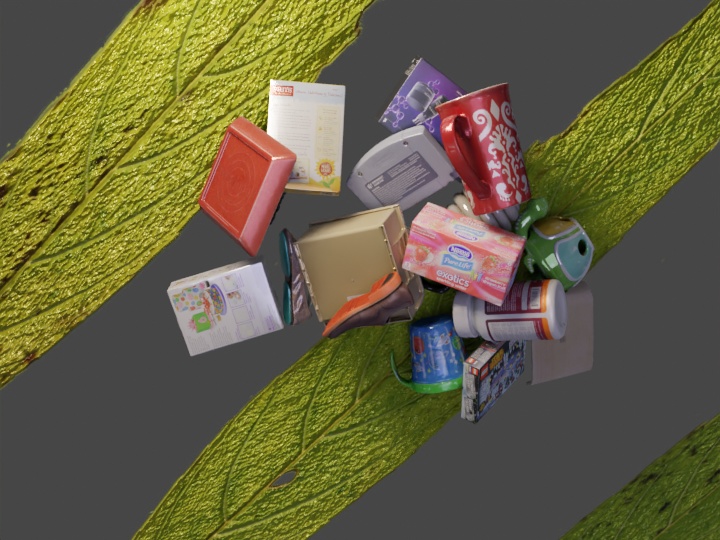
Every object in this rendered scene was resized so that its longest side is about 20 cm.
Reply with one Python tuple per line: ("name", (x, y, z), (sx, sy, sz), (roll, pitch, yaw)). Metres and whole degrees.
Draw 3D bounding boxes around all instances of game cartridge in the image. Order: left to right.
("game cartridge", (0.073, -0.183, 1.503), (0.198, 0.041, 0.133), (-29, 121, 35))

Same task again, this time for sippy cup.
("sippy cup", (0.156, 0.163, 1.622), (0.175, 0.139, 0.133), (-16, 99, -27))

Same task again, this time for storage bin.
("storage bin", (0.000, 0.000, 1.532), (0.197, 0.094, 0.202), (-9, 111, 26))

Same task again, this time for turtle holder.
("turtle holder", (0.369, -0.050, 1.568), (0.131, 0.141, 0.187), (-35, 86, 8))

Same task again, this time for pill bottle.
("pill bottle", (0.281, 0.077, 1.514), (0.197, 0.110, 0.112), (-4, 110, 28))

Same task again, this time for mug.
("mug", (0.203, -0.201, 1.398), (0.175, 0.133, 0.204), (-21, 98, -23))

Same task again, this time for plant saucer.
("plant saucer", (-0.218, -0.158, 1.461), (0.036, 0.199, 0.203), (9, 111, -46))

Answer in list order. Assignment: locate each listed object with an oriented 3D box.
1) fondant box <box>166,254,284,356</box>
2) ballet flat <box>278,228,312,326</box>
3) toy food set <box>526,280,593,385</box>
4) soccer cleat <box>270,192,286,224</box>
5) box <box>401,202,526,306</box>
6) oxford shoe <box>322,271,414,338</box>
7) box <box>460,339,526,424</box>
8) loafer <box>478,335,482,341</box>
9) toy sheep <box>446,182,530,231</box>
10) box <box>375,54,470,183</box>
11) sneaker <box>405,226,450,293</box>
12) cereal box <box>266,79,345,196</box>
("fondant box", (-0.264, 0.069, 1.592), (0.196, 0.058, 0.147), (-17, 108, 0))
("ballet flat", (-0.123, 0.010, 1.589), (0.066, 0.068, 0.204), (-10, 114, -21))
("toy food set", (0.407, 0.133, 1.670), (0.141, 0.060, 0.204), (-11, 109, -13))
("soccer cleat", (-0.177, -0.141, 1.537), (0.199, 0.068, 0.081), (-40, 123, 9))
("box", (0.187, -0.032, 1.452), (0.197, 0.095, 0.104), (22, 123, 14))
("oxford shoe", (0.011, 0.084, 1.473), (0.199, 0.071, 0.073), (-34, 104, 32))
("box", (0.268, 0.192, 1.597), (0.039, 0.199, 0.139), (20, 129, 32))
("loafer", (0.228, 0.055, 1.619), (0.069, 0.070, 0.202), (-30, 108, -3))
("toy sheep", (0.236, -0.116, 1.533), (0.199, 0.138, 0.138), (-40, 106, 8))
("box", (0.147, -0.283, 1.505), (0.198, 0.079, 0.142), (33, 105, -13))
("sneaker", (0.109, -0.022, 1.576), (0.199, 0.088, 0.074), (38, 101, -14))
("cereal box", (-0.102, -0.244, 1.479), (0.141, 0.040, 0.204), (4, 82, -6))
